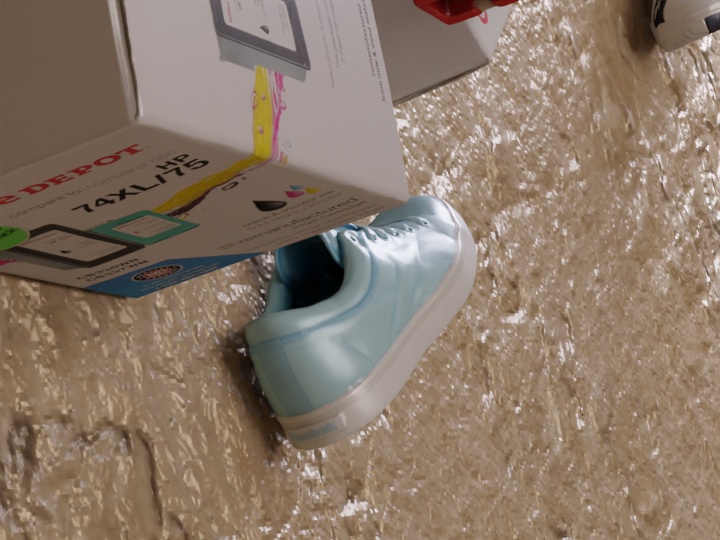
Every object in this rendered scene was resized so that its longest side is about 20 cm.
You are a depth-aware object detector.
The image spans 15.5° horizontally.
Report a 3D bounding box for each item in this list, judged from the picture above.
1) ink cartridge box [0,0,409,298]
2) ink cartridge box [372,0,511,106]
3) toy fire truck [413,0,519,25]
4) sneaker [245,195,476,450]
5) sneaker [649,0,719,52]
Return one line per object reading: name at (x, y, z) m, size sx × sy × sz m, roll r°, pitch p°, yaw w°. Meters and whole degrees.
ink cartridge box at (-0.102, -0.087, 1.056) m, size 0.200 × 0.147 × 0.146 m, roll 13°, pitch 62°, yaw -59°
ink cartridge box at (0.024, -0.202, 1.445) m, size 0.145 × 0.083 × 0.200 m, roll 58°, pitch 29°, yaw -24°
toy fire truck at (0.073, -0.199, 1.387) m, size 0.200 × 0.049 × 0.141 m, roll -4°, pitch 77°, yaw -63°
sneaker at (0.000, 0.000, 1.274) m, size 0.082 × 0.074 × 0.200 m, roll 63°, pitch 26°, yaw -21°
sneaker at (0.224, -0.239, 1.858) m, size 0.130 × 0.079 × 0.199 m, roll 61°, pitch 27°, yaw -15°
